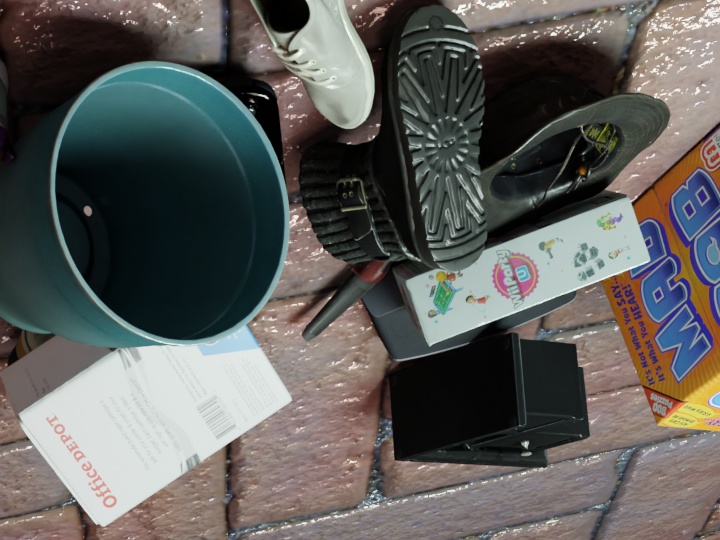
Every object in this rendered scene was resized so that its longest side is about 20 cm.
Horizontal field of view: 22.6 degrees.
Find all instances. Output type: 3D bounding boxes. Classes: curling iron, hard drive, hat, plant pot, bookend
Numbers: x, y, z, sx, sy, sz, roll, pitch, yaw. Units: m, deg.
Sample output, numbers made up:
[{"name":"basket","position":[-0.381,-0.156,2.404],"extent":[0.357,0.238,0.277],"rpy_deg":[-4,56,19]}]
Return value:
[{"name":"curling iron","position":[0.000,0.000,1.622],"extent":[0.050,0.026,0.200],"rpy_deg":[7,141,-34]},{"name":"hard drive","position":[0.105,0.021,1.691],"extent":[0.200,0.042,0.135],"rpy_deg":[-19,150,3]},{"name":"hat","position":[0.146,-0.110,1.466],"extent":[0.200,0.081,0.201],"rpy_deg":[-23,160,-9]},{"name":"plant pot","position":[-0.186,-0.032,1.312],"extent":[0.200,0.200,0.188],"rpy_deg":[11,164,-38]},{"name":"bookend","position":[0.166,0.134,1.799],"extent":[0.200,0.092,0.199],"rpy_deg":[7,162,-35]}]

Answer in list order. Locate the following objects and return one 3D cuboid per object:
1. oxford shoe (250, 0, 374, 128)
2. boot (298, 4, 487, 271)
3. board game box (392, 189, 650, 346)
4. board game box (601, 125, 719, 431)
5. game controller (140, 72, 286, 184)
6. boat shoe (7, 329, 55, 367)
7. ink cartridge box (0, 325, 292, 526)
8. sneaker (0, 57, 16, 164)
[{"name":"oxford shoe","position":[-0.038,-0.165,1.282],"extent":[0.075,0.058,0.200],"rpy_deg":[22,153,24]},{"name":"boot","position":[0.018,-0.101,1.406],"extent":[0.079,0.212,0.158],"rpy_deg":[-10,-167,-35]},{"name":"board game box","position":[0.134,-0.006,1.557],"extent":[0.200,0.064,0.148],"rpy_deg":[-21,-175,-1]},{"name":"board game box","position":[0.372,0.015,1.660],"extent":[0.200,0.200,0.200],"rpy_deg":[9,141,-36]},{"name":"game controller","position":[-0.113,-0.083,1.417],"extent":[0.104,0.042,0.200],"rpy_deg":[-13,149,-7]},{"name":"boat shoe","position":[-0.226,0.093,1.616],"extent":[0.200,0.075,0.062],"rpy_deg":[20,135,-37]},{"name":"ink cartridge box","position":[-0.182,0.099,1.538],"extent":[0.200,0.086,0.147],"rpy_deg":[-33,125,-5]},{"name":"sneaker","position":[-0.332,-0.110,1.217],"extent":[0.200,0.088,0.074],"rpy_deg":[-3,147,-23]}]
